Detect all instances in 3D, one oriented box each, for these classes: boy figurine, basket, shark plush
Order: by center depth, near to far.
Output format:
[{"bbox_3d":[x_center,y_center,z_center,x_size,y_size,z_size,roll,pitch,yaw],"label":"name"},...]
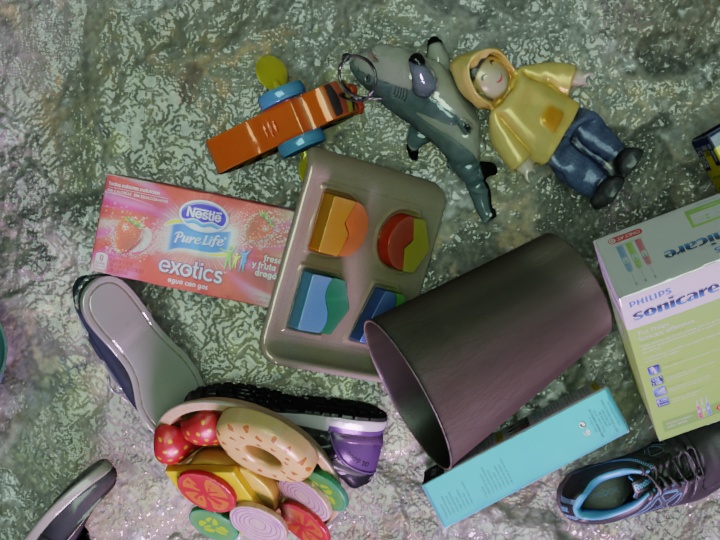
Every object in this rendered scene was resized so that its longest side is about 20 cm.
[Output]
[{"bbox_3d":[0.123,0.063,1.535,0.199,0.181,0.136,-33,45,-12],"label":"basket"},{"bbox_3d":[0.175,-0.150,1.571,0.199,0.064,0.125,39,84,-5],"label":"boy figurine"},{"bbox_3d":[0.075,-0.140,1.603,0.083,0.091,0.201,-30,111,23],"label":"shark plush"}]

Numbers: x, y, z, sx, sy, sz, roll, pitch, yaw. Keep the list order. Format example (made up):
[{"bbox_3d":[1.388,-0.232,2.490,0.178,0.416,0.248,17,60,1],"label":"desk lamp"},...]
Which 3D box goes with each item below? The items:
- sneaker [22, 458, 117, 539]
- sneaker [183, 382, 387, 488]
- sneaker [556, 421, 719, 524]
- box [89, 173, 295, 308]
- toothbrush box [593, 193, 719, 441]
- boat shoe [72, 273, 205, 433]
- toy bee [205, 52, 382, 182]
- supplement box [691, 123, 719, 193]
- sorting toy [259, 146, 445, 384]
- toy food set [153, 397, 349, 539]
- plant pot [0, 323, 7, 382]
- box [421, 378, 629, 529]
[{"bbox_3d":[-0.279,0.284,1.619,0.106,0.075,0.200,40,102,-3],"label":"sneaker"},{"bbox_3d":[-0.077,0.166,1.588,0.198,0.076,0.089,10,101,-5],"label":"sneaker"},{"bbox_3d":[0.286,0.199,1.569,0.198,0.082,0.074,-24,88,3],"label":"sneaker"},{"bbox_3d":[-0.145,-0.027,1.577,0.198,0.103,0.096,12,92,9],"label":"box"},{"bbox_3d":[0.311,0.043,1.509,0.144,0.087,0.201,-21,132,4],"label":"toothbrush box"},{"bbox_3d":[-0.216,0.089,1.602,0.075,0.062,0.201,-43,113,-16],"label":"boat shoe"},{"bbox_3d":[-0.045,-0.143,1.584,0.198,0.108,0.133,1,100,29],"label":"toy bee"},{"bbox_3d":[0.409,-0.063,1.540,0.109,0.109,0.201,-29,89,4],"label":"supplement box"},{"bbox_3d":[0.000,0.000,1.548,0.036,0.184,0.202,13,90,46],"label":"sorting toy"},{"bbox_3d":[-0.105,0.194,1.556,0.198,0.049,0.199,-4,133,31],"label":"toy food set"},{"bbox_3d":[-0.445,0.117,1.578,0.198,0.201,0.136,20,130,3],"label":"plant pot"},{"bbox_3d":[0.156,0.174,1.576,0.199,0.082,0.050,-29,90,4],"label":"box"}]
